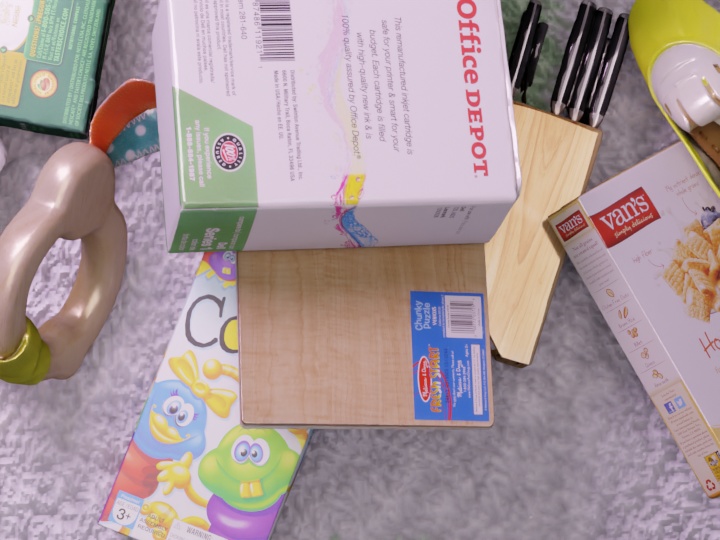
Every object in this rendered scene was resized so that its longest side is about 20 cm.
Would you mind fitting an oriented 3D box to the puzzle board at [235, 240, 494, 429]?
[{"bbox_3d":[0.000,0.000,1.657,0.150,0.017,0.201,1,68,-9],"label":"puzzle board"}]

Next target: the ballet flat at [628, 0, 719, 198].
[{"bbox_3d":[0.225,-0.084,1.693,0.067,0.067,0.200,-32,91,24],"label":"ballet flat"}]

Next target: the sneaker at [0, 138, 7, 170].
[{"bbox_3d":[-0.319,-0.054,1.716,0.199,0.074,0.082,-24,130,-2],"label":"sneaker"}]

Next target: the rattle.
[{"bbox_3d":[-0.207,-0.040,1.723,0.143,0.130,0.201,24,103,43],"label":"rattle"}]

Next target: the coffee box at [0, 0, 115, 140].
[{"bbox_3d":[-0.255,-0.159,1.728,0.199,0.044,0.124,9,86,-2],"label":"coffee box"}]

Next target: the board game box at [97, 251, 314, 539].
[{"bbox_3d":[-0.076,0.079,1.710,0.103,0.105,0.201,21,86,0],"label":"board game box"}]

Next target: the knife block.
[{"bbox_3d":[0.120,-0.062,1.740,0.175,0.064,0.201,-27,87,-2],"label":"knife block"}]

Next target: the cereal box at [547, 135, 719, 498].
[{"bbox_3d":[0.217,0.022,1.712,0.144,0.039,0.201,-28,88,-40],"label":"cereal box"}]

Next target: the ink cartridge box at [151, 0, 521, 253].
[{"bbox_3d":[-0.016,-0.092,1.635,0.199,0.084,0.146,-2,71,-11],"label":"ink cartridge box"}]
